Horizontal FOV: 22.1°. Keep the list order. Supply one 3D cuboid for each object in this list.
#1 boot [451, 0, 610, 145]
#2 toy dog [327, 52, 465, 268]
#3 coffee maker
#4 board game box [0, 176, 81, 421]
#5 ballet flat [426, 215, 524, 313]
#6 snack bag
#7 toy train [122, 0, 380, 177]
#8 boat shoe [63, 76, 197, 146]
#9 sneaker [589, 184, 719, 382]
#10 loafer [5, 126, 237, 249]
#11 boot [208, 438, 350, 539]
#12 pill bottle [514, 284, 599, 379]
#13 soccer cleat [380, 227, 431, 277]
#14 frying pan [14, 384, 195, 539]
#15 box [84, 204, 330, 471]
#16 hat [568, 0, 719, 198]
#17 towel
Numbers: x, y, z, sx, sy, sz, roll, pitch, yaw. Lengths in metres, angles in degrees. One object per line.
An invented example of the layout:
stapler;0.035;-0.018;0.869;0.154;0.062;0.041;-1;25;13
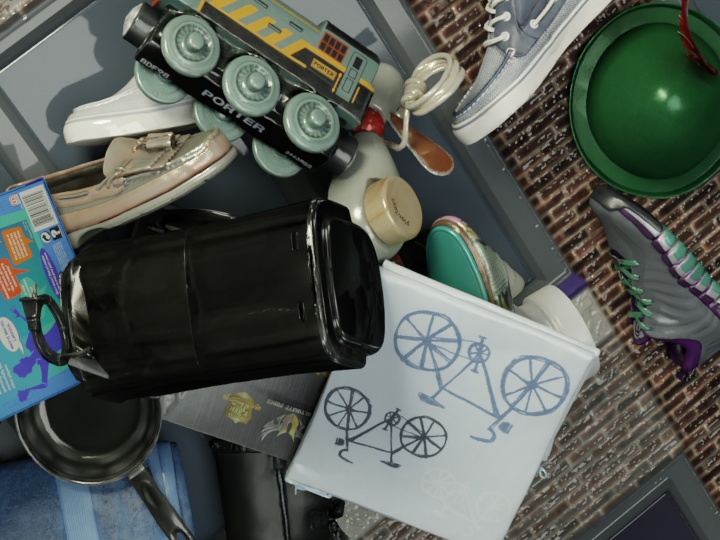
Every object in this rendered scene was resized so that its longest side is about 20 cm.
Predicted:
boot;0.122;-0.202;1.498;0.090;0.073;0.200;44;78;-16
toy dog;0.021;-0.066;1.434;0.096;0.131;0.201;48;57;-35
coffee maker;-0.099;0.030;1.302;0.198;0.192;0.136;-11;103;21
board game box;-0.285;0.037;1.310;0.199;0.045;0.153;-25;94;-41
ballet flat;0.104;0.044;1.442;0.071;0.069;0.202;-27;108;-36
snack bag;0.061;0.112;1.412;0.187;0.021;0.201;21;110;-6
toy train;-0.079;-0.153;1.369;0.199;0.085;0.115;32;62;-15
boat shoe;-0.136;-0.145;1.416;0.198;0.072;0.069;-17;92;-12
sneaker;0.251;0.015;1.589;0.088;0.074;0.200;-47;114;2
loafer;-0.185;-0.067;1.374;0.199;0.072;0.063;-24;104;27
boot;-0.101;0.214;1.511;0.196;0.073;0.164;-5;102;-17
pill bottle;0.093;0.095;1.528;0.199;0.113;0.114;-29;111;-11
soccer cleat;0.000;0.000;1.499;0.199;0.068;0.082;-28;109;-8
frying pan;-0.177;0.127;1.419;0.189;0.031;0.116;31;98;-4
box;-0.099;0.050;1.449;0.198;0.048;0.160;19;96;-1
hat;0.273;-0.131;1.502;0.199;0.176;0.167;24;94;-23
towel;-0.232;0.198;1.444;0.198;0.049;0.113;-9;76;-10
